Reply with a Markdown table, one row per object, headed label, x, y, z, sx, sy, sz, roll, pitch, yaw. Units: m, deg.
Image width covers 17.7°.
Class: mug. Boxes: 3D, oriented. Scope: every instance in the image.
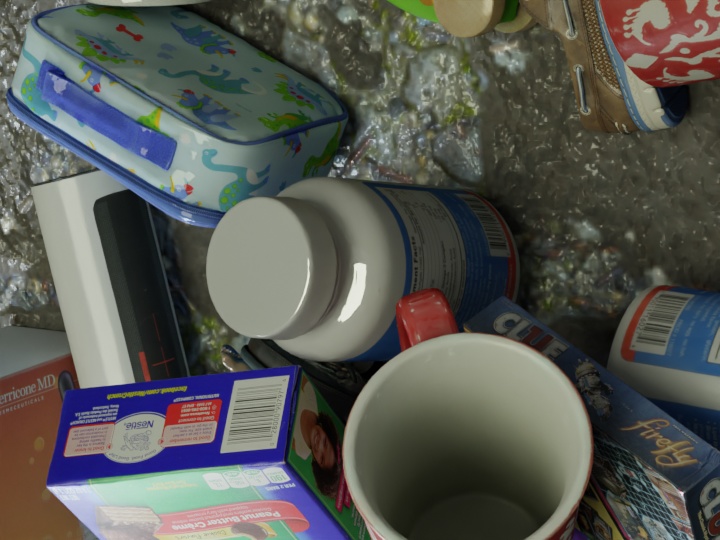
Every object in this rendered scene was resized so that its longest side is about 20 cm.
| label | x | y | z | sx | sy | sz | roll | pitch | yaw |
| --- | --- | --- | --- | --- | --- | --- | --- | --- | --- |
| mug | 0.231 | -0.189 | 1.289 | 0.199 | 0.134 | 0.178 | -11 | 135 | 39 |
| mug | 0.070 | 0.120 | 1.334 | 0.133 | 0.200 | 0.178 | 10 | 64 | 10 |

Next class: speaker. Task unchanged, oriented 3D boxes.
| label | x | y | z | sx | sy | sz | roll | pitch | yaw |
| --- | --- | --- | --- | --- | --- | --- | --- | --- | --- |
| speaker | -0.172 | 0.028 | 1.640 | 0.081 | 0.081 | 0.201 | -10 | 95 | 34 |

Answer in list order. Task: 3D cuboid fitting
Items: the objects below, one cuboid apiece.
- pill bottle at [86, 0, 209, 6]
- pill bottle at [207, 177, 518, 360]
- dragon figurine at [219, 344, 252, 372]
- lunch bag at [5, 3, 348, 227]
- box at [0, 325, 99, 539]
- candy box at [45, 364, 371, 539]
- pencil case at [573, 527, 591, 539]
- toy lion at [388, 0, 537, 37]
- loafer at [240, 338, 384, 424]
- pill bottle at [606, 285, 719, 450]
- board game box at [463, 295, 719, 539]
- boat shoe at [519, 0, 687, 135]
| label | x | y | z | sx | sy | sz | roll | pitch | yaw |
| --- | --- | --- | --- | --- | --- | --- | --- | --- | --- |
| pill bottle | -0.141 | -0.280 | 1.531 | 0.109 | 0.109 | 0.201 | 8 | 105 | 31 |
| pill bottle | 0.000 | 0.000 | 1.431 | 0.112 | 0.199 | 0.113 | -2 | 88 | 39 |
| dragon figurine | -0.039 | 0.128 | 1.589 | 0.199 | 0.099 | 0.059 | 33 | 118 | 2 |
| lunch bag | -0.124 | -0.106 | 1.530 | 0.199 | 0.161 | 0.083 | 30 | 116 | 23 |
| box | -0.258 | 0.156 | 1.683 | 0.106 | 0.152 | 0.201 | 5 | 104 | 32 |
| candy box | -0.075 | 0.148 | 1.459 | 0.168 | 0.200 | 0.077 | -7 | 54 | 24 |
| pencil case | 0.214 | 0.178 | 1.422 | 0.199 | 0.085 | 0.093 | -1 | 119 | 32 |
| toy lion | 0.039 | -0.265 | 1.453 | 0.191 | 0.068 | 0.201 | 24 | 114 | 34 |
| loafer | 0.014 | 0.086 | 1.552 | 0.199 | 0.072 | 0.063 | 34 | 98 | 14 |
| pill bottle | 0.253 | 0.075 | 1.357 | 0.199 | 0.112 | 0.113 | 9 | 106 | 31 |
| board game box | 0.146 | 0.114 | 1.352 | 0.200 | 0.035 | 0.136 | 38 | 156 | 44 |
| boat shoe | 0.132 | -0.173 | 1.387 | 0.072 | 0.072 | 0.201 | -12 | 103 | 28 |
